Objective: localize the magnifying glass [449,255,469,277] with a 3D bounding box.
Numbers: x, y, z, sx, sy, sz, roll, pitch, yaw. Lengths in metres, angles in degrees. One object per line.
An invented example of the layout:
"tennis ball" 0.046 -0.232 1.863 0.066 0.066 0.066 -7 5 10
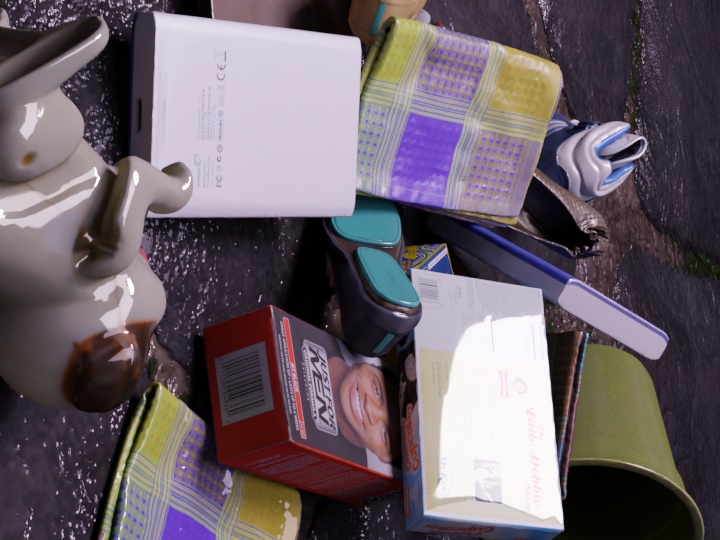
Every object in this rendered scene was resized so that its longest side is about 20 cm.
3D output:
"magnifying glass" 0.097 0.042 1.317 0.200 0.022 0.080 -104 178 -62

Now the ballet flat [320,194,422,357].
"ballet flat" 0.000 0.000 1.185 0.200 0.073 0.073 -106 171 -57

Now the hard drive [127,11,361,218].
"hard drive" -0.076 -0.103 1.071 0.200 0.025 0.132 -3 97 -49

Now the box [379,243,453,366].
"box" 0.055 0.083 1.289 0.070 0.064 0.200 -41 121 -55

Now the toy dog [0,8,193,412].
"toy dog" -0.175 -0.015 0.830 0.194 0.139 0.200 -50 129 -35

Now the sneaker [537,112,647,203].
"sneaker" 0.223 -0.114 1.539 0.200 0.146 0.081 -36 116 -57

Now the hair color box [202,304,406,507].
"hair color box" -0.030 0.102 1.114 0.200 0.061 0.102 30 45 -58

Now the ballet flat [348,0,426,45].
"ballet flat" 0.015 -0.214 1.255 0.200 0.069 0.063 -60 168 -77

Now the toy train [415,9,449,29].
"toy train" 0.084 -0.139 1.355 0.200 0.085 0.114 53 12 -37

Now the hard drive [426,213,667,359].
"hard drive" 0.158 0.008 1.337 0.132 0.200 0.025 28 93 -36

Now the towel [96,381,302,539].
"towel" -0.101 0.176 1.037 0.200 0.023 0.144 47 46 -47

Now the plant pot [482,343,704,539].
"plant pot" 0.218 0.175 1.469 0.190 0.200 0.200 -82 150 -47

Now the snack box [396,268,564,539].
"snack box" 0.088 0.101 1.170 0.116 0.037 0.200 9 61 -21

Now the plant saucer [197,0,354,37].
"plant saucer" -0.065 -0.178 1.156 0.200 0.032 0.201 15 73 -59

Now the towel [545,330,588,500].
"towel" 0.140 0.126 1.322 0.022 0.200 0.147 11 82 -15

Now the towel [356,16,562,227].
"towel" 0.073 -0.114 1.217 0.200 0.023 0.144 11 104 -41

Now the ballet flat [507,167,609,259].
"ballet flat" 0.139 -0.058 1.327 0.200 0.067 0.046 28 25 -30
